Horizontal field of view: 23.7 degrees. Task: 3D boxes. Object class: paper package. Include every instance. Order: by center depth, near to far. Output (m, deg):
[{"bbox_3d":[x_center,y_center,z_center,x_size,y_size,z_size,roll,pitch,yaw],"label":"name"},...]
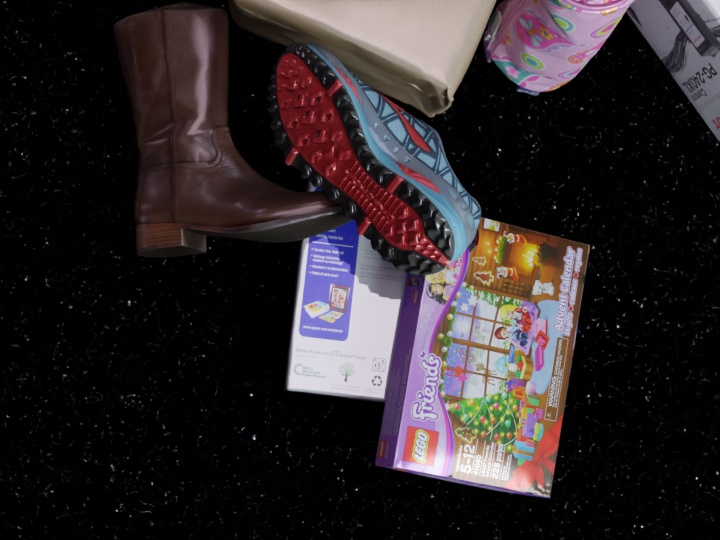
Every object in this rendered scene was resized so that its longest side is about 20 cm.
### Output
[{"bbox_3d":[0.018,-0.247,1.290,0.190,0.103,0.201,24,83,-2],"label":"paper package"}]

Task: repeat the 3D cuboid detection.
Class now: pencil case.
[{"bbox_3d":[0.149,-0.199,1.288,0.087,0.200,0.088,2,79,-9],"label":"pencil case"}]

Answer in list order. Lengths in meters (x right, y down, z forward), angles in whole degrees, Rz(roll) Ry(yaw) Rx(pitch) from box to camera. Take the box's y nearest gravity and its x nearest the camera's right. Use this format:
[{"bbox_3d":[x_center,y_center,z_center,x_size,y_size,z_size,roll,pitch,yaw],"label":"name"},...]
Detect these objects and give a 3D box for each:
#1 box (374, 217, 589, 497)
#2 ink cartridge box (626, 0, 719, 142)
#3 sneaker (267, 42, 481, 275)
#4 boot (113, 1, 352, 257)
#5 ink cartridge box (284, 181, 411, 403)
[{"bbox_3d":[0.095,0.063,1.311,0.136,0.039,0.201,13,81,-22],"label":"box"},{"bbox_3d":[0.278,-0.206,1.326,0.083,0.145,0.200,-35,87,-9],"label":"ink cartridge box"},{"bbox_3d":[0.012,-0.084,1.258,0.079,0.095,0.200,-42,81,34],"label":"sneaker"},{"bbox_3d":[-0.098,-0.120,1.304,0.186,0.064,0.201,-6,80,14],"label":"boot"},{"bbox_3d":[0.000,0.000,1.329,0.099,0.039,0.201,8,84,-4],"label":"ink cartridge box"}]
